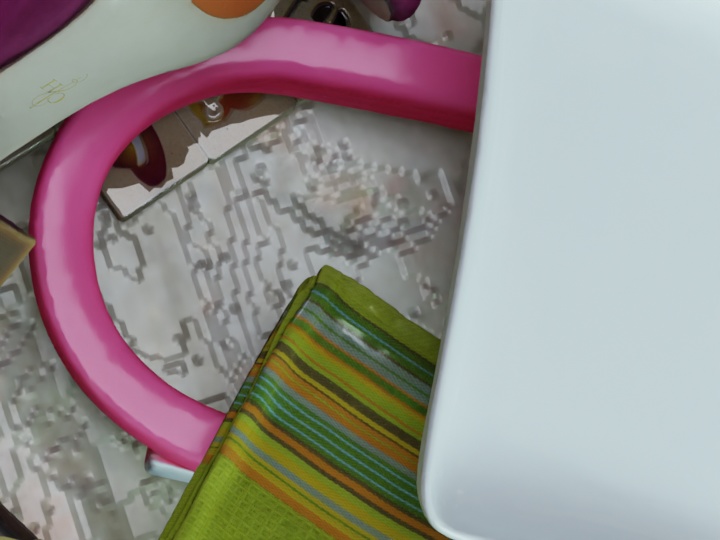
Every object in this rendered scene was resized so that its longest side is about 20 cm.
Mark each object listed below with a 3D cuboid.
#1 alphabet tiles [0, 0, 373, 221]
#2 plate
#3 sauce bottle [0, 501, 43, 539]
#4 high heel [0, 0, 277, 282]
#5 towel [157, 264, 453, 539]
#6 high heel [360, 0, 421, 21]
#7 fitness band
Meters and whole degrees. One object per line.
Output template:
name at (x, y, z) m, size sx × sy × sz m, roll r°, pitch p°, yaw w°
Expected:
alphabet tiles at (-0.090, -0.123, 0.849) m, size 0.167 × 0.008 × 0.200 m, roll -34°, pitch 87°, yaw -14°
plate at (0.098, -0.001, 0.810) m, size 0.200 × 0.032 × 0.200 m, roll 18°, pitch 73°, yaw -36°
sauce bottle at (-0.106, 0.102, 0.760) m, size 0.200 × 0.066 × 0.066 m, roll 39°, pitch 75°, yaw 16°
high heel at (-0.092, -0.081, 0.772) m, size 0.200 × 0.067 × 0.096 m, roll -47°, pitch 58°, yaw -8°
towel at (-0.016, 0.092, 0.738) m, size 0.086 × 0.018 × 0.200 m, roll 31°, pitch 53°, yaw -4°
high heel at (0.010, -0.175, 0.837) m, size 0.096 × 0.067 × 0.200 m, roll -17°, pitch 77°, yaw -8°
fitness band at (0.000, 0.000, 0.821) m, size 0.200 × 0.037 × 0.144 m, roll 11°, pitch 80°, yaw -10°
